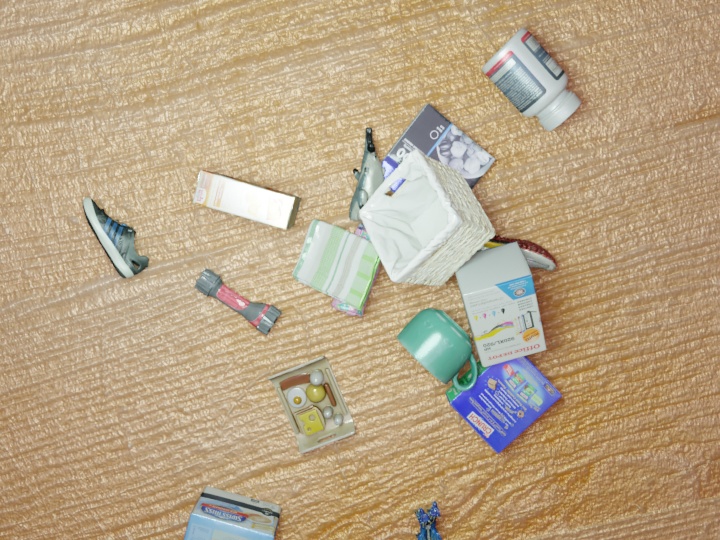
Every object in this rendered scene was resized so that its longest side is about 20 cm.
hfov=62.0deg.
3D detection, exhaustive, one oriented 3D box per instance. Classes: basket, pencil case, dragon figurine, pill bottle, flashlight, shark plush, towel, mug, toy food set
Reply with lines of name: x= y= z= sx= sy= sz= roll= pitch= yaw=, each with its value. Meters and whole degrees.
basket: x=0.137 y=-0.098 z=1.228 sx=0.198 sy=0.160 sz=0.201 roll=-46 pitch=52 yaw=31
pencil case: x=0.000 y=0.000 z=1.342 sx=0.087 sy=0.087 sz=0.201 roll=21 pitch=98 yaw=-3
dragon figurine: x=0.161 y=0.630 z=1.417 sx=0.058 sy=0.099 sz=0.202 roll=-3 pitch=97 yaw=1
pill bottle: x=0.366 y=-0.399 z=1.273 sx=0.120 sy=0.120 sz=0.200 roll=-44 pitch=96 yaw=5
flashlight: x=-0.278 y=0.067 z=1.359 sx=0.199 sy=0.068 sz=0.068 roll=34 pitch=97 yaw=-5
shark plush: x=0.004 y=-0.209 z=1.320 sx=0.090 sy=0.083 sz=0.202 roll=-16 pitch=106 yaw=-37
towel: x=-0.054 y=-0.016 z=1.314 sx=0.199 sy=0.031 sz=0.150 roll=24 pitch=99 yaw=33
mug: x=0.182 y=0.166 z=1.337 sx=0.115 sy=0.152 sz=0.185 roll=-48 pitch=124 yaw=2
toy food set: x=-0.114 y=0.312 z=1.395 sx=0.143 sy=0.060 sz=0.201 roll=-22 pitch=96 yaw=2

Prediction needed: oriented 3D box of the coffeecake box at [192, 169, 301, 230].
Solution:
coffeecake box: x=-0.237 y=-0.151 z=1.287 sx=0.199 sy=0.154 sz=0.074 roll=16 pitch=97 yaw=-2

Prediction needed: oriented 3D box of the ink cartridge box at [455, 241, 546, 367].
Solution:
ink cartridge box: x=0.297 y=0.073 z=1.285 sx=0.146 sy=0.145 sz=0.201 roll=-16 pitch=121 yaw=8

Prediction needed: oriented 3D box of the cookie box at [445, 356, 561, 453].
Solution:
cookie box: x=0.326 y=0.286 z=1.384 sx=0.200 sy=0.075 sz=0.171 roll=-43 pitch=96 yaw=5

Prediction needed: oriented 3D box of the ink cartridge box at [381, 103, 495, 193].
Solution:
ink cartridge box: x=0.161 y=-0.230 z=1.334 sx=0.198 sy=0.043 sz=0.200 roll=38 pitch=97 yaw=-5

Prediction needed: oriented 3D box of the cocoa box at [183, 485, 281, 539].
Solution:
cocoa box: x=-0.301 y=0.616 z=1.398 sx=0.199 sy=0.131 sz=0.134 roll=17 pitch=97 yaw=-2

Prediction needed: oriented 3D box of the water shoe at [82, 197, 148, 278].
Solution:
water shoe: x=-0.549 y=-0.081 z=1.350 sx=0.079 sy=0.071 sz=0.201 roll=-31 pitch=96 yaw=-24

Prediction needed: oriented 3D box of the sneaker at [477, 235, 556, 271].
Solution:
sneaker: x=0.342 y=-0.028 z=1.352 sx=0.198 sy=0.078 sz=0.083 roll=12 pitch=112 yaw=2
